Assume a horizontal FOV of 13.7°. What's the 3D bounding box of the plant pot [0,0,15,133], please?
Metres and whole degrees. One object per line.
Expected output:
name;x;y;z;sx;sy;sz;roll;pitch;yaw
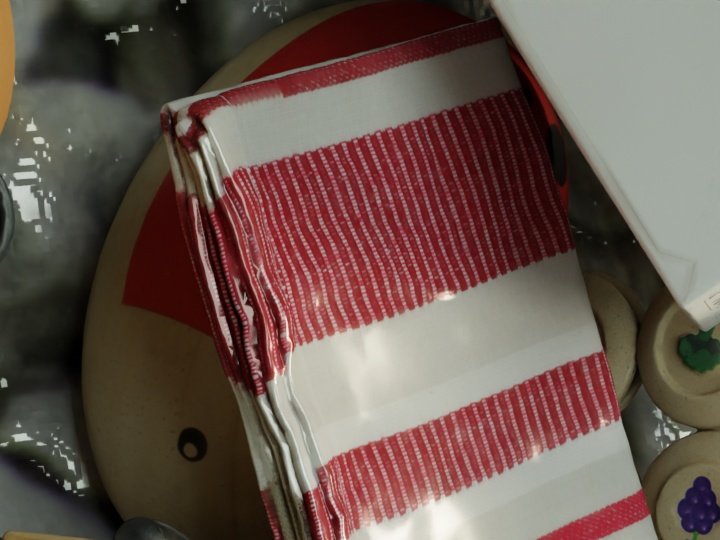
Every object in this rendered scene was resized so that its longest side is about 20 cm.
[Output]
plant pot;-0.156;-0.095;0.672;0.200;0.200;0.140;40;48;-21

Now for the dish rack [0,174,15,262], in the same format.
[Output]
dish rack;-0.203;-0.042;0.764;0.153;0.054;0.200;-42;105;-31

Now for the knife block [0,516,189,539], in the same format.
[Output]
knife block;-0.044;0.108;0.769;0.199;0.175;0.064;17;74;-29

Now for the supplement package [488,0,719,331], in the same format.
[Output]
supplement package;0.134;-0.103;0.818;0.200;0.111;0.156;-32;81;5

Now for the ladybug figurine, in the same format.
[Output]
ladybug figurine;0.000;0.000;0.875;0.136;0.072;0.200;39;64;-21

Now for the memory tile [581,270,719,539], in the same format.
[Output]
memory tile;0.123;0.070;0.873;0.017;0.199;0.154;17;73;-53

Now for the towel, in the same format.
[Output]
towel;0.025;0.038;0.810;0.144;0.023;0.201;-19;93;-48
